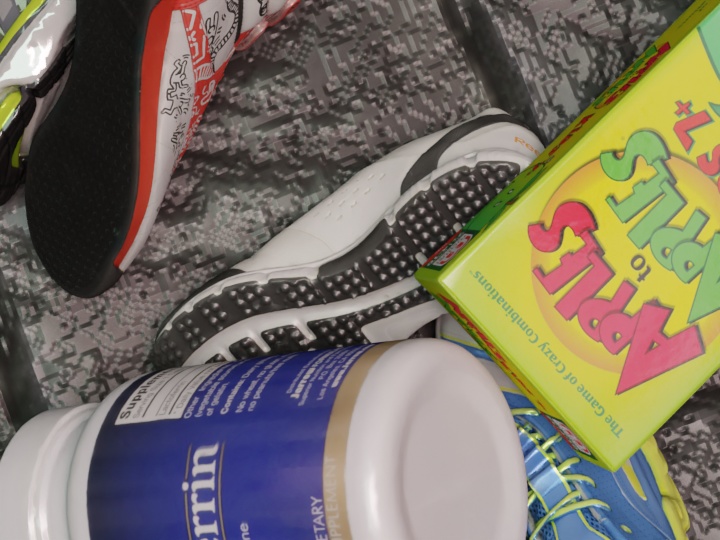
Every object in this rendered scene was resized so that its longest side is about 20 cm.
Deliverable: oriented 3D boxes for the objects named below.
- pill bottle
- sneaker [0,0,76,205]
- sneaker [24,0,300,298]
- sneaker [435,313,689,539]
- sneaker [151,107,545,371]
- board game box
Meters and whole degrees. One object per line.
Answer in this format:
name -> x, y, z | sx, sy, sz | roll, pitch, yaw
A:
pill bottle -> -0.044, 0.093, 0.851 | 0.199, 0.116, 0.116 | -9, 87, 34
sneaker -> -0.144, -0.131, 0.922 | 0.081, 0.074, 0.201 | 31, 90, 10
sneaker -> -0.077, -0.084, 0.912 | 0.067, 0.108, 0.202 | 34, 128, 28
sneaker -> 0.093, 0.090, 0.869 | 0.076, 0.105, 0.200 | -32, 85, 4
sneaker -> 0.000, 0.000, 0.909 | 0.199, 0.080, 0.074 | -27, 114, 19
board game box -> 0.129, -0.030, 0.826 | 0.200, 0.048, 0.102 | -44, 99, -6
